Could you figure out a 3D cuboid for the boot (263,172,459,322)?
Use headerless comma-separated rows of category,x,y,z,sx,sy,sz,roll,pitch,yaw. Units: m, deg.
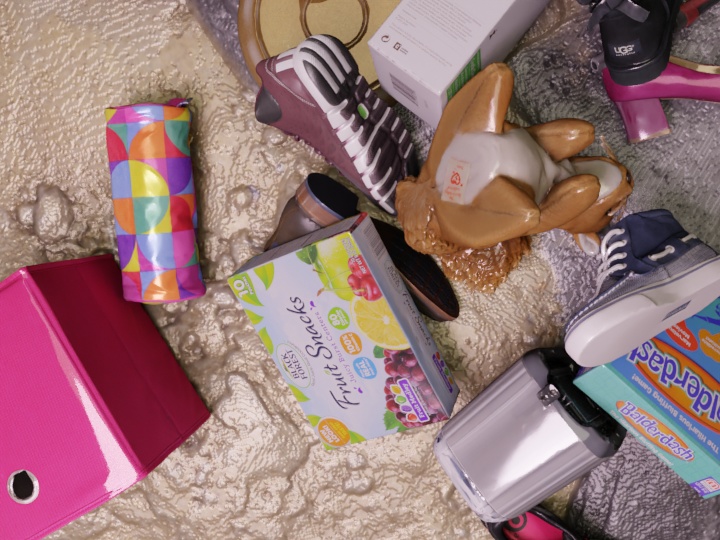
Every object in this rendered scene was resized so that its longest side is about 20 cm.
boot,0.000,0.000,0.837,0.200,0.075,0.097,41,121,-9

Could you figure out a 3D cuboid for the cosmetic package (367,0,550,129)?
cosmetic package,0.102,-0.236,0.754,0.085,0.108,0.200,39,89,13

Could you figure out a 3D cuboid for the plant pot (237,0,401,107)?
plant pot,-0.024,-0.243,0.824,0.199,0.027,0.201,0,96,5

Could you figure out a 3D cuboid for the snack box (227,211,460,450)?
snack box,-0.014,0.062,0.796,0.142,0.053,0.201,-20,107,29

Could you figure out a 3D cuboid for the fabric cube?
fabric cube,-0.292,0.122,0.790,0.196,0.200,0.200,-30,92,7

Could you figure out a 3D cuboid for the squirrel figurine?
squirrel figurine,0.141,-0.065,0.773,0.200,0.186,0.142,-36,60,44

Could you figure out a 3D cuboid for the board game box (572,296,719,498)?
board game box,0.293,0.074,0.759,0.152,0.045,0.200,41,53,-1

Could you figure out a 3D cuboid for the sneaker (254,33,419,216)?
sneaker,-0.029,-0.132,0.809,0.115,0.076,0.200,1,138,40

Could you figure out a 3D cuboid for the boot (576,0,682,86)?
boot,0.217,-0.270,0.700,0.073,0.163,0.199,-4,52,29

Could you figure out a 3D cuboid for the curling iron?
curling iron,0.288,-0.241,0.779,0.200,0.026,0.050,-36,116,-6

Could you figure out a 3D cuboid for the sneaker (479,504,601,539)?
sneaker,0.199,0.284,0.827,0.199,0.084,0.077,31,97,1

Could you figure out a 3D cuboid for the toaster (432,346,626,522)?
toaster,0.151,0.146,0.759,0.129,0.200,0.114,-42,73,16

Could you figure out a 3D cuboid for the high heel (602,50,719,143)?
high heel,0.326,-0.193,0.779,0.199,0.067,0.097,-20,104,9

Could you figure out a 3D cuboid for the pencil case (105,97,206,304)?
pencil case,-0.195,-0.068,0.825,0.088,0.088,0.201,-1,96,4

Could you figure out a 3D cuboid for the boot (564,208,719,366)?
boot,0.217,0.009,0.701,0.090,0.199,0.073,51,138,27
